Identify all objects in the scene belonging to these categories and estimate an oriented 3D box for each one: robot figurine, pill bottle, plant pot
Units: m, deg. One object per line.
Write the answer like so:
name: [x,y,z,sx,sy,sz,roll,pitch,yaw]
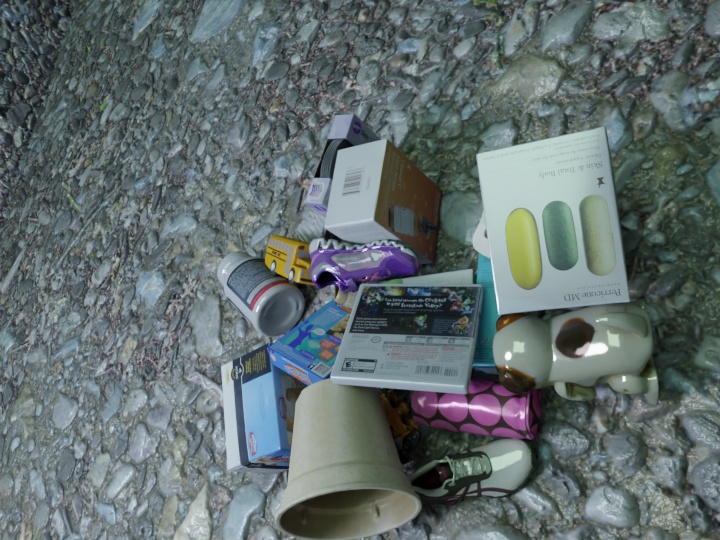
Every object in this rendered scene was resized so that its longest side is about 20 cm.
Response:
robot figurine: [0.011,0.280,0.956,0.200,0.058,0.145,-41,69,16]
pill bottle: [-0.218,0.040,1.204,0.200,0.120,0.120,37,95,41]
plant pot: [-0.024,0.267,0.833,0.200,0.200,0.184,-31,43,24]

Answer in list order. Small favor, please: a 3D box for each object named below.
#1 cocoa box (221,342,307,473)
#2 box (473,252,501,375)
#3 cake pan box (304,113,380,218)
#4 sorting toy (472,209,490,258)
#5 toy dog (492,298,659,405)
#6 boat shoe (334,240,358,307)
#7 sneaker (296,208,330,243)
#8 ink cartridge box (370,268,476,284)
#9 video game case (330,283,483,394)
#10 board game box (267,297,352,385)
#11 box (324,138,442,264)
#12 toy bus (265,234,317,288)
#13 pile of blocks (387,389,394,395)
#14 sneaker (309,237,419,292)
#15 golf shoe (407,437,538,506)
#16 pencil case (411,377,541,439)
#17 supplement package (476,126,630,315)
cocoa box: [-0.162,0.258,1.059,0.131,0.133,0.200,-28,57,25]
box: [0.216,0.058,0.889,0.049,0.082,0.200,-5,68,36]
cake pan box: [-0.007,-0.170,1.079,0.052,0.200,0.184,8,74,39]
sorting toy: [0.264,-0.076,0.852,0.180,0.107,0.200,8,74,9]
toy dog: [0.277,0.111,0.754,0.200,0.194,0.140,-9,75,25]
boat shoe: [-0.028,-0.004,1.074,0.200,0.064,0.071,-106,32,-57]
sneaker: [-0.056,-0.104,1.176,0.078,0.112,0.200,53,140,15]
ink cartridge box: [0.097,0.066,0.952,0.200,0.059,0.104,-8,49,22]
video game case: [0.072,0.093,0.844,0.200,0.023,0.182,0,48,22]
board game box: [-0.039,0.121,1.008,0.152,0.045,0.200,21,45,41]
box: [0.047,-0.111,1.011,0.106,0.200,0.152,-5,68,36]
toy bus: [-0.126,-0.019,1.121,0.200,0.065,0.078,18,96,62]
pile of blocks: [0.010,0.197,1.001,0.200,0.062,0.082,-28,56,26]
sneaker: [0.000,0.000,0.970,0.200,0.081,0.089,2,56,17]
golf shoe: [0.159,0.297,0.829,0.200,0.088,0.077,-30,54,23]
pencil case: [0.175,0.198,0.864,0.200,0.094,0.091,1,112,36]
supplement package: [0.248,-0.055,0.727,0.152,0.151,0.200,-8,87,23]
